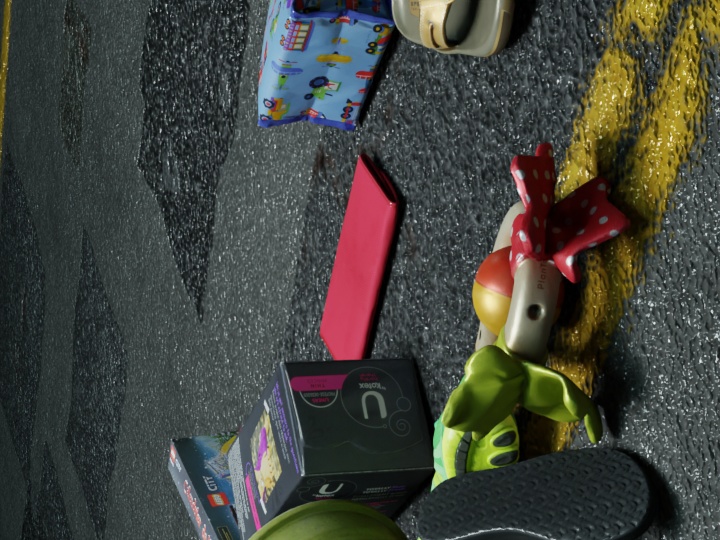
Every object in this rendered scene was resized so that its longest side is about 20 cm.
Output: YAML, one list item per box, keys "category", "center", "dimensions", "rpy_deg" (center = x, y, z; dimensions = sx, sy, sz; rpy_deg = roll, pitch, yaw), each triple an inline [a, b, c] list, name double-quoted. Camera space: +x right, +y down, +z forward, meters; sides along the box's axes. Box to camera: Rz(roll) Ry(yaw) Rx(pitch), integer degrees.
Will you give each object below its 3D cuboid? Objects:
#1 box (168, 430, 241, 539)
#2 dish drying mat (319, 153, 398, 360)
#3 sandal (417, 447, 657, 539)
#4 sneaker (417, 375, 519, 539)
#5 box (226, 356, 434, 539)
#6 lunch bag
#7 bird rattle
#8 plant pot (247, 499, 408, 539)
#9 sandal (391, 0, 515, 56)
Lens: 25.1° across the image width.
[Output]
- category: "box"
  center: [-0.090, 0.225, 1.537]
  dimensions: [0.200, 0.136, 0.038]
  rpy_deg: [-125, 36, -50]
- category: "dish drying mat"
  center: [0.000, 0.000, 1.424]
  dimensions: [0.077, 0.018, 0.201]
  rpy_deg: [-121, 34, -44]
- category: "sandal"
  center: [0.125, 0.163, 1.087]
  dimensions: [0.200, 0.048, 0.076]
  rpy_deg: [-12, 44, 47]
- category: "sneaker"
  center: [0.086, 0.156, 1.210]
  dimensions: [0.084, 0.074, 0.201]
  rpy_deg: [-80, 0, -48]
- category: "box"
  center: [-0.031, 0.163, 1.394]
  dimensions: [0.200, 0.122, 0.107]
  rpy_deg: [124, 140, -56]
- category: "lunch bag"
  center: [-0.042, -0.246, 1.393]
  dimensions: [0.151, 0.093, 0.201]
  rpy_deg: [115, 152, -55]
- category: "bird rattle"
  center: [0.105, 0.013, 1.081]
  dimensions: [0.163, 0.112, 0.201]
  rpy_deg: [-126, 37, -78]
- category: "plant pot"
  center: [0.008, 0.302, 1.260]
  dimensions: [0.184, 0.199, 0.202]
  rpy_deg: [21, 114, 60]
- category: "sandal"
  center: [0.059, -0.196, 1.187]
  dimensions: [0.200, 0.054, 0.081]
  rpy_deg: [-165, 71, -66]
